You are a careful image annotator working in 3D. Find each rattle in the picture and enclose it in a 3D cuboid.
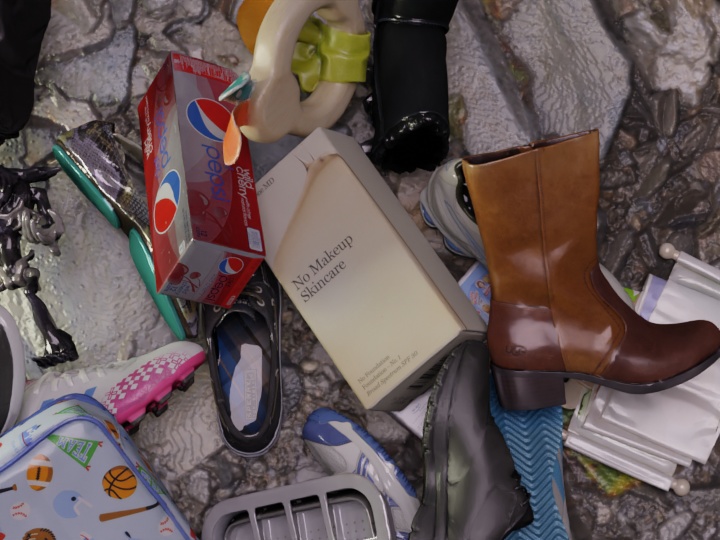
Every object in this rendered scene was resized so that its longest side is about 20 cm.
[{"bbox_3d":[-0.092,-0.159,1.472,0.142,0.131,0.200,30,52,20],"label":"rattle"}]

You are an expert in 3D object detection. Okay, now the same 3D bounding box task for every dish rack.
[{"bbox_3d":[-0.030,0.260,1.424,0.171,0.043,0.202,-16,79,31],"label":"dish rack"}]

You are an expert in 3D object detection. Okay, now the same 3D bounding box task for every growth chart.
[{"bbox_3d":[0.244,0.076,1.526,0.144,0.018,0.201,32,78,6],"label":"growth chart"}]

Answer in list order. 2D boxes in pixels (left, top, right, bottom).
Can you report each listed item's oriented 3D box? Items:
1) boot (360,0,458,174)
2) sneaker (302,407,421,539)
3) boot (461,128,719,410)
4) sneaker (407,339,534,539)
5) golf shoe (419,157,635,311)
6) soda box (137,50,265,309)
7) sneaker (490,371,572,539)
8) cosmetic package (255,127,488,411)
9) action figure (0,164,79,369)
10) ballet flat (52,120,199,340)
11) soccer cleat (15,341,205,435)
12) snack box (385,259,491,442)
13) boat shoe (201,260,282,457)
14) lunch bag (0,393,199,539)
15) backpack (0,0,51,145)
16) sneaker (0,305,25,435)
[{"bbox_3d":[0.047,-0.179,1.491,0.073,0.198,0.164,6,67,-11],"label":"boot"},{"bbox_3d":[0.008,0.199,1.459,0.088,0.075,0.200,-37,80,-9],"label":"sneaker"},{"bbox_3d":[0.177,-0.008,1.435,0.187,0.069,0.202,-7,104,0],"label":"boot"},{"bbox_3d":[0.085,0.152,1.404,0.090,0.076,0.202,6,78,6],"label":"sneaker"},{"bbox_3d":[0.132,-0.013,1.478,0.200,0.097,0.078,37,75,4],"label":"golf shoe"},{"bbox_3d":[-0.125,-0.071,1.473,0.063,0.070,0.201,13,46,-26],"label":"soda box"},{"bbox_3d":[0.122,0.170,1.470,0.076,0.081,0.201,-3,66,-1],"label":"sneaker"},{"bbox_3d":[0.000,0.000,1.477,0.103,0.073,0.200,-41,72,16],"label":"cosmetic package"},{"bbox_3d":[-0.280,-0.017,1.487,0.118,0.102,0.201,-17,80,2],"label":"action figure"},{"bbox_3d":[-0.166,-0.041,1.510,0.072,0.072,0.201,-33,76,-9],"label":"ballet flat"},{"bbox_3d":[-0.216,0.101,1.472,0.200,0.070,0.087,-37,84,-6],"label":"soccer cleat"},{"bbox_3d":[0.094,0.046,1.524,0.072,0.024,0.200,39,78,8],"label":"snack box"},{"bbox_3d":[-0.095,0.044,1.496,0.069,0.066,0.202,-2,77,-3],"label":"boat shoe"},{"bbox_3d":[-0.217,0.198,1.413,0.160,0.076,0.201,-35,110,-4],"label":"lunch bag"},{"bbox_3d":[-0.355,-0.183,1.495,0.198,0.127,0.168,2,63,18],"label":"backpack"},{"bbox_3d":[-0.318,0.118,1.408,0.071,0.099,0.201,36,111,24],"label":"sneaker"}]
